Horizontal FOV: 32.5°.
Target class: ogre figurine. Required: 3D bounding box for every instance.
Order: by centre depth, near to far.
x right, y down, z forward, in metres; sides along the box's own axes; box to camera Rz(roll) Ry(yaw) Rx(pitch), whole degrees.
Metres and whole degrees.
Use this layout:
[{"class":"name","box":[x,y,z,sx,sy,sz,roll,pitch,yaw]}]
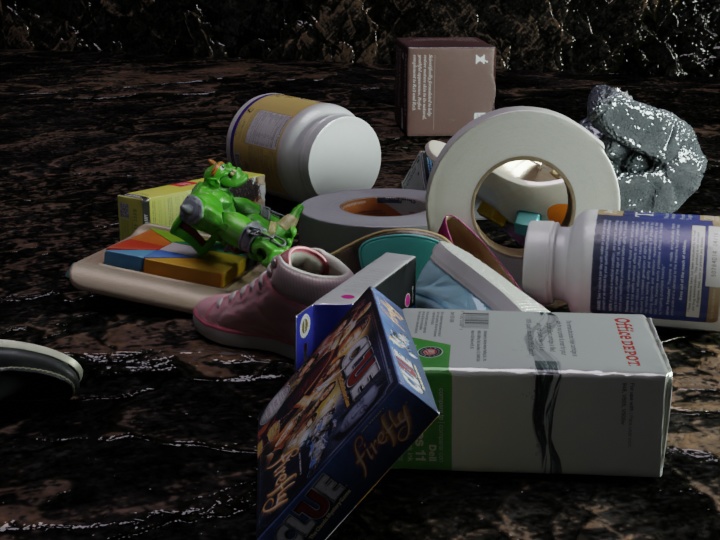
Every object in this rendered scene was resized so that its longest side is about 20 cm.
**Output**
[{"class":"ogre figurine","box":[-0.129,-0.051,1.295,0.120,0.098,0.200,26,27,-7]}]

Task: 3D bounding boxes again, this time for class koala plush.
[{"class":"koala plush","box":[0.351,-0.160,1.684,0.183,0.178,0.200,8,13,-15]}]

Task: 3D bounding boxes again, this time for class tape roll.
[{"class":"tape roll","box":[0.167,-0.068,1.271,0.202,0.203,0.037,1,15,3]},{"class":"tape roll","box":[0.028,-0.044,1.435,0.200,0.066,0.200,0,15,0]}]

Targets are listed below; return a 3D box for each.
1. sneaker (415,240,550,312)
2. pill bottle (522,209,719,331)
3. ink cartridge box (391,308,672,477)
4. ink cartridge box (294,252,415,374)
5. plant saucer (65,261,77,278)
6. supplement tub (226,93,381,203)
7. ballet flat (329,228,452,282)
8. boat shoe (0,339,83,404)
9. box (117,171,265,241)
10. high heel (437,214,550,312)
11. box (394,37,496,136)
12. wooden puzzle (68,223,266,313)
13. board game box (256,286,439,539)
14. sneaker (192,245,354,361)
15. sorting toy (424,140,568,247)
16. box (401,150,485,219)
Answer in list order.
[{"class":"sneaker","box":[0.123,0.058,1.099,0.074,0.082,0.200,14,22,-47]},{"class":"pill bottle","box":[0.262,-0.002,1.202,0.200,0.111,0.111,4,16,14]},{"class":"ink cartridge box","box":[0.125,0.089,0.935,0.200,0.083,0.147,1,16,7]},{"class":"ink cartridge box","box":[-0.001,0.055,1.034,0.037,0.095,0.200,7,18,23]},{"class":"plant saucer","box":[-0.236,-0.013,1.419,0.200,0.019,0.070,-14,21,-43]},{"class":"supplement tub","box":[-0.080,-0.167,1.722,0.145,0.146,0.200,-12,20,-36]},{"class":"ballet flat","box":[0.000,0.000,1.233,0.200,0.069,0.063,-11,-1,9]},{"class":"boat shoe","box":[-0.324,0.095,0.987,0.200,0.072,0.068,3,51,-14]},{"class":"box","box":[-0.204,-0.073,1.526,0.050,0.075,0.200,14,22,41]},{"class":"high heel","box":[0.132,0.011,1.184,0.067,0.096,0.200,-7,17,-24]},{"class":"box","box":[0.155,-0.347,2.314,0.164,0.166,0.200,0,15,-4]},{"class":"wooden puzzle","box":[-0.189,-0.009,1.326,0.185,0.037,0.200,11,18,9]},{"class":"board game box","box":[-0.015,0.097,0.835,0.035,0.136,0.200,39,9,-14]},{"class":"sneaker","box":[-0.077,0.021,1.142,0.200,0.105,0.075,12,22,39]},{"class":"sorting toy","box":[0.164,-0.098,1.420,0.180,0.107,0.200,27,7,-19]},{"class":"box","box":[0.163,-0.111,1.590,0.200,0.060,0.117,-3,-16,-12]}]
